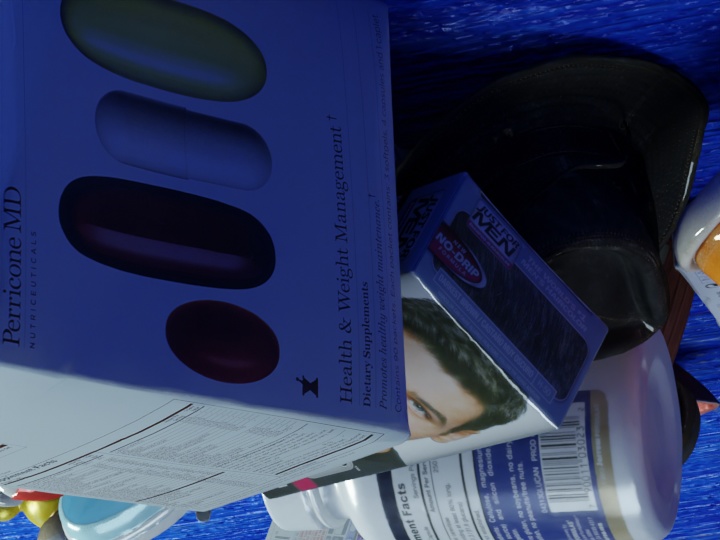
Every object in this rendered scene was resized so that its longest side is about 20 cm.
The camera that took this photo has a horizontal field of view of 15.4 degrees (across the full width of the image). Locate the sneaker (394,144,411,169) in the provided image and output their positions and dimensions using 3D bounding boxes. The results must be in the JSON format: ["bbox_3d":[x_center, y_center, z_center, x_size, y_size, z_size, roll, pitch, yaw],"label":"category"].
[{"bbox_3d":[0.004,-0.029,1.248,0.072,0.072,0.200,-6,161,41],"label":"sneaker"}]

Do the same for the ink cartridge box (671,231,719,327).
[{"bbox_3d":[0.271,-0.014,1.378,0.199,0.042,0.119,-6,162,17],"label":"ink cartridge box"}]

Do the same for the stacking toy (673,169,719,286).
[{"bbox_3d":[0.245,0.015,1.157,0.146,0.200,0.146,-35,166,-10],"label":"stacking toy"}]

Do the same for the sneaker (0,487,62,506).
[{"bbox_3d":[-0.142,0.060,1.284,0.070,0.094,0.200,5,161,-26],"label":"sneaker"}]

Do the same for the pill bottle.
[{"bbox_3d":[0.053,0.084,1.326,0.199,0.112,0.111,-4,162,18],"label":"pill bottle"}]

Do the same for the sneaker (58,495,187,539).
[{"bbox_3d":[-0.113,0.054,1.379,0.200,0.080,0.130,-49,142,7],"label":"sneaker"}]

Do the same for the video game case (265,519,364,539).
[{"bbox_3d":[0.026,0.130,1.453,0.045,0.201,0.181,30,162,-32],"label":"video game case"}]

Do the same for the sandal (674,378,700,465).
[{"bbox_3d":[0.125,0.089,1.444,0.054,0.082,0.200,29,161,-28],"label":"sandal"}]

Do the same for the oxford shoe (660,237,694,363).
[{"bbox_3d":[0.135,0.015,1.429,0.073,0.071,0.200,15,164,17],"label":"oxford shoe"}]

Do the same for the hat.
[{"bbox_3d":[0.095,-0.007,1.200,0.200,0.081,0.201,-23,146,-17],"label":"hat"}]

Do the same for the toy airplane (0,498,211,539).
[{"bbox_3d":[-0.172,0.107,1.510,0.200,0.142,0.199,-32,154,36],"label":"toy airplane"}]

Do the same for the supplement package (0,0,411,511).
[{"bbox_3d":[-0.103,-0.020,1.056,0.199,0.192,0.147,11,157,-38],"label":"supplement package"}]

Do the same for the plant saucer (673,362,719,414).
[{"bbox_3d":[0.086,0.082,1.647,0.199,0.037,0.200,8,160,-30],"label":"plant saucer"}]

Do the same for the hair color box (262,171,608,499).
[{"bbox_3d":[0.000,0.033,1.164,0.099,0.061,0.200,46,143,-21],"label":"hair color box"}]
